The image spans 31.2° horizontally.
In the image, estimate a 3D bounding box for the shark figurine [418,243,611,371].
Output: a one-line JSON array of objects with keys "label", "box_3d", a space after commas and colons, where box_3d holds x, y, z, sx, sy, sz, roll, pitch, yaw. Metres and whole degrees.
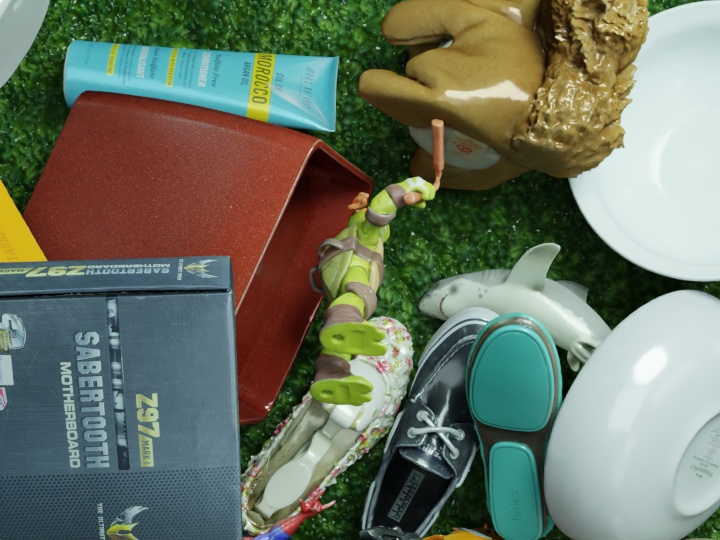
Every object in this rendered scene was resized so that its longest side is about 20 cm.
[{"label": "shark figurine", "box_3d": [0.162, 0.049, 0.957, 0.214, 0.089, 0.128, 42, 124, 6]}]

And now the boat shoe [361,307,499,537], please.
[{"label": "boat shoe", "box_3d": [0.052, 0.123, 0.934, 0.071, 0.068, 0.201, 28, 105, 2]}]

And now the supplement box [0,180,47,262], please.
[{"label": "supplement box", "box_3d": [-0.283, 0.050, 0.843, 0.200, 0.073, 0.126, -50, 63, 29]}]

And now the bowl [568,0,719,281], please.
[{"label": "bowl", "box_3d": [0.254, -0.085, 0.931, 0.200, 0.090, 0.202, -3, 80, 18]}]

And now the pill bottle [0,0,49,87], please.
[{"label": "pill bottle", "box_3d": [-0.334, -0.217, 0.921, 0.199, 0.113, 0.113, 29, 91, -2]}]

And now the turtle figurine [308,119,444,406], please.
[{"label": "turtle figurine", "box_3d": [0.000, 0.000, 0.876, 0.064, 0.162, 0.200, 22, 131, -11]}]

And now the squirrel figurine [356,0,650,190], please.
[{"label": "squirrel figurine", "box_3d": [0.117, -0.165, 0.908, 0.199, 0.142, 0.188, 9, 69, 33]}]

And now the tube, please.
[{"label": "tube", "box_3d": [-0.116, -0.137, 0.957, 0.199, 0.050, 0.078, 4, 58, -2]}]

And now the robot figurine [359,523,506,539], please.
[{"label": "robot figurine", "box_3d": [0.040, 0.245, 0.902, 0.058, 0.199, 0.146, 12, 100, 39]}]

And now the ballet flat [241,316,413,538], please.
[{"label": "ballet flat", "box_3d": [-0.025, 0.123, 0.958, 0.075, 0.064, 0.200, 35, 90, -1]}]

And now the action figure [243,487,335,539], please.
[{"label": "action figure", "box_3d": [-0.028, 0.237, 0.920, 0.099, 0.065, 0.200, -31, 114, 22]}]

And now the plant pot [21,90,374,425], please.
[{"label": "plant pot", "box_3d": [-0.125, -0.020, 0.898, 0.176, 0.200, 0.201, 26, 91, 12]}]

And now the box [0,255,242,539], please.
[{"label": "box", "box_3d": [-0.149, 0.092, 0.753, 0.157, 0.051, 0.201, -1, 114, -6]}]

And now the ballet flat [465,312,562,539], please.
[{"label": "ballet flat", "box_3d": [0.113, 0.099, 0.905, 0.067, 0.070, 0.201, 6, 124, 19]}]

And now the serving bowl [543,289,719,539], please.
[{"label": "serving bowl", "box_3d": [0.222, 0.117, 0.902, 0.199, 0.066, 0.201, -20, 124, -33]}]

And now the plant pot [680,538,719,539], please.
[{"label": "plant pot", "box_3d": [0.241, 0.306, 0.906, 0.200, 0.177, 0.200, 45, 90, -5]}]
